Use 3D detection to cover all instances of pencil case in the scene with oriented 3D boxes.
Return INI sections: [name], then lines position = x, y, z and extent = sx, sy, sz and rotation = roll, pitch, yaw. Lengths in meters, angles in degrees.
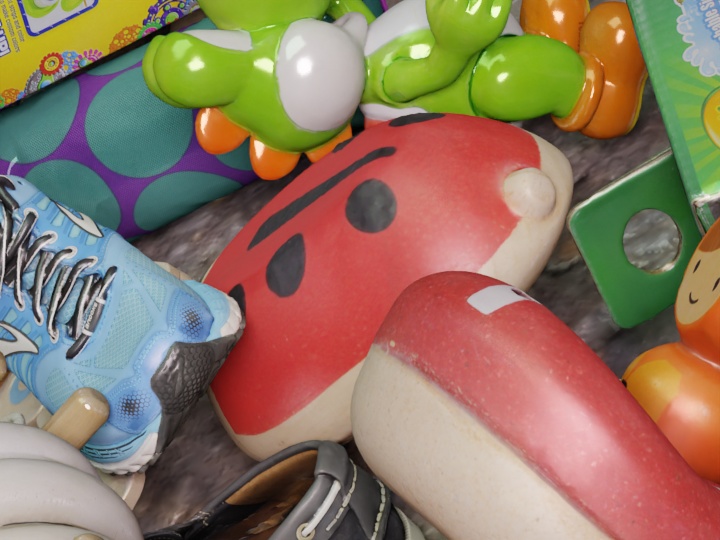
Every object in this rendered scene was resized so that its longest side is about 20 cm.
[pencil case]
position = -0.074, -0.071, 0.925
extent = 0.199, 0.085, 0.092
rotation = -23, 4, 14

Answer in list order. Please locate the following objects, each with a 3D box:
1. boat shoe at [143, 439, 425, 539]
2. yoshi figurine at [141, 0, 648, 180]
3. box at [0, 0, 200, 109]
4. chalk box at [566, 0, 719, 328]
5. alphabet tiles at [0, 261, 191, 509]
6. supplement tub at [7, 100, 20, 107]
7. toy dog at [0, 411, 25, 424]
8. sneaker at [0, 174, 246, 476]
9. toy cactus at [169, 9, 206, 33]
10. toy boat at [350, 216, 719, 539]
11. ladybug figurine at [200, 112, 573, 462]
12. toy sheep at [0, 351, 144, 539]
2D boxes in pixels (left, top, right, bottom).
[boat shoe]
position = -0.077, 0.122, 0.747
extent = 0.200, 0.068, 0.072
rotation = -27, 40, 16
[yoshi figurine]
position = 0.012, -0.104, 0.812
extent = 0.199, 0.113, 0.112
rotation = -1, 58, -22
[box]
position = -0.176, -0.190, 0.926
extent = 0.192, 0.122, 0.200
rotation = -29, 48, -17
[chalk box]
position = 0.171, -0.043, 0.702
extent = 0.199, 0.125, 0.124
rotation = -21, 41, 13
[alphabet tiles]
position = -0.137, 0.083, 0.807
extent = 0.195, 0.015, 0.200
rotation = 4, 63, 60
[supplement tub]
position = -0.243, -0.053, 0.985
extent = 0.132, 0.132, 0.200
rotation = -14, 44, 22
[toy dog]
position = -0.209, 0.071, 0.811
extent = 0.132, 0.096, 0.200
rotation = -55, 21, 5
[sneaker]
position = -0.119, 0.011, 0.748
extent = 0.200, 0.090, 0.079
rotation = 23, 78, 54
[toy cactus]
position = -0.062, -0.166, 1.021
extent = 0.199, 0.102, 0.166
rotation = 2, 60, 24
[toy boat]
position = 0.097, 0.040, 0.600
extent = 0.130, 0.200, 0.131
rotation = 35, 102, 48
[ladybug figurine]
position = 0.000, 0.000, 0.760
extent = 0.200, 0.072, 0.136
rotation = -34, 22, 46
[toy sheep]
position = -0.127, 0.104, 0.650
extent = 0.138, 0.138, 0.200
rotation = -35, 46, -1
